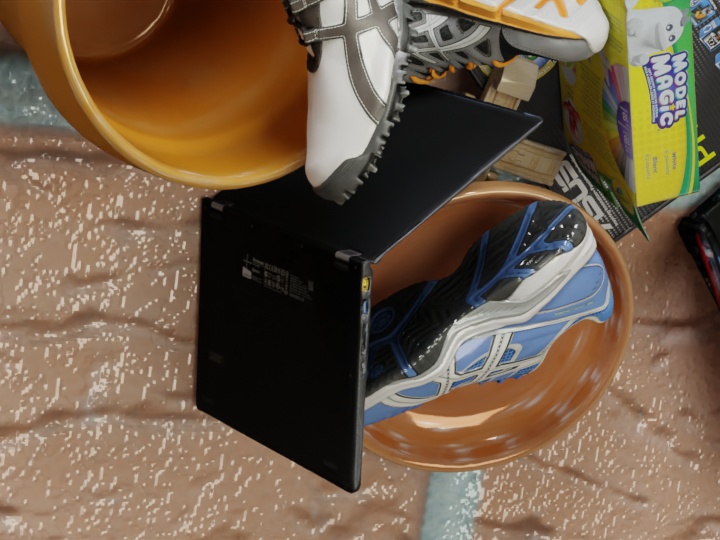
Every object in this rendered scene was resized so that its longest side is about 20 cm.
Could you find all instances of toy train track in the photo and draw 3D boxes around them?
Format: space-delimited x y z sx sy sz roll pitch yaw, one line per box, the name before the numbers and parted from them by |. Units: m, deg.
toy train track | 0.060 -0.034 1.548 0.114 0.033 0.201 16 108 -24

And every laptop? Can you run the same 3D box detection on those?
laptop | 0.000 0.000 1.456 0.115 0.187 0.202 -4 104 -30

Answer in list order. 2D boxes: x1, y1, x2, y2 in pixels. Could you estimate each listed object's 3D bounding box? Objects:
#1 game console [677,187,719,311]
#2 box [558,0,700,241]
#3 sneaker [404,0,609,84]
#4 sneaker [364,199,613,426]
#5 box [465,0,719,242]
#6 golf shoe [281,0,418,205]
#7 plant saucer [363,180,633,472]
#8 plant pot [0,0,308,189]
game console | 0.302 0.037 1.693 0.172 0.118 0.201 -40 119 -17
box | 0.153 -0.128 1.486 0.048 0.117 0.201 -12 118 -13
sneaker | 0.048 -0.144 1.469 0.078 0.199 0.078 -42 139 -52
sneaker | 0.060 0.044 1.489 0.199 0.076 0.077 -31 125 10
box | 0.155 -0.132 1.577 0.160 0.044 0.200 -35 119 2
golf shoe | -0.016 -0.137 1.273 0.094 0.078 0.202 10 94 -16
plant saucer | 0.066 0.031 1.551 0.199 0.038 0.201 -7 122 -10
plant pot | -0.108 -0.157 1.354 0.199 0.183 0.202 -8 105 -30
